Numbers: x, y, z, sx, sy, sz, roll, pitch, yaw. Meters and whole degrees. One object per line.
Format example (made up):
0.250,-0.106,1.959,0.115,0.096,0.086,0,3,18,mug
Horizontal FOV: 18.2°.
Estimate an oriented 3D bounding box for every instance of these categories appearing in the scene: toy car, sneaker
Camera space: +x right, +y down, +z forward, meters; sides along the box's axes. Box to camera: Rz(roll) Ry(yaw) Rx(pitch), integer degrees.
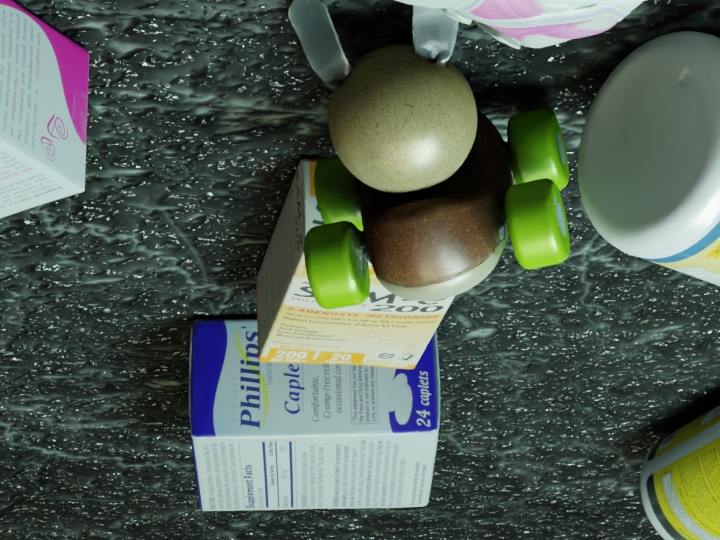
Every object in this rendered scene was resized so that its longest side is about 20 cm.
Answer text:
0.030,-0.097,1.407,0.163,0.158,0.201,-12,124,13,toy car
0.079,-0.166,1.275,0.198,0.082,0.088,6,153,-13,sneaker

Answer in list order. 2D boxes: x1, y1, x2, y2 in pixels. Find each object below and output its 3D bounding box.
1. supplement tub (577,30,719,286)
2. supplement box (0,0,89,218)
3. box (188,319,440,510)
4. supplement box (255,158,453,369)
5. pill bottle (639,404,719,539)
0.254,-0.058,1.437,0.199,0.146,0.144,17,149,-35,supplement tub
-0.260,-0.115,1.339,0.103,0.102,0.200,-17,150,29,supplement box
-0.039,0.119,1.838,0.198,0.106,0.184,-1,155,-2,box
0.000,0.000,1.627,0.125,0.074,0.200,3,154,-11,supplement box
0.340,0.166,1.947,0.113,0.115,0.200,11,152,-25,pill bottle
